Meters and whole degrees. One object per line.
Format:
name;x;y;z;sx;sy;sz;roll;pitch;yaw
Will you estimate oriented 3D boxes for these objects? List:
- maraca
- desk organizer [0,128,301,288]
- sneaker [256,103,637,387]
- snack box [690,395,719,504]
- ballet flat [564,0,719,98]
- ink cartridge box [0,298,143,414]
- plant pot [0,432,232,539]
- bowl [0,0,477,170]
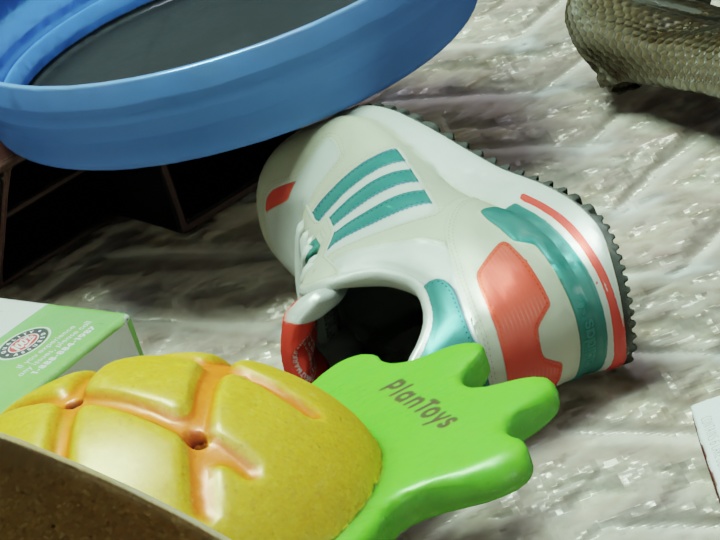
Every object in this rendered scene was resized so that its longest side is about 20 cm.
maraca;-0.041;0.070;0.786;0.200;0.107;0.137;-26;24;-16
desk organizer;-0.123;-0.034;1.120;0.200;0.072;0.077;-33;30;-30
sneaker;0.000;0.000;0.951;0.093;0.070;0.200;-24;26;-26
snack box;0.137;0.078;0.740;0.072;0.024;0.200;-18;24;5
ballet flat;0.138;-0.069;1.043;0.067;0.046;0.200;4;15;-35
ink cartridge box;-0.170;0.062;0.949;0.200;0.067;0.117;6;35;43
plant pot;-0.067;0.157;0.512;0.200;0.186;0.186;-58;24;7
bowl;-0.051;-0.095;1.068;0.200;0.039;0.201;-14;25;6
